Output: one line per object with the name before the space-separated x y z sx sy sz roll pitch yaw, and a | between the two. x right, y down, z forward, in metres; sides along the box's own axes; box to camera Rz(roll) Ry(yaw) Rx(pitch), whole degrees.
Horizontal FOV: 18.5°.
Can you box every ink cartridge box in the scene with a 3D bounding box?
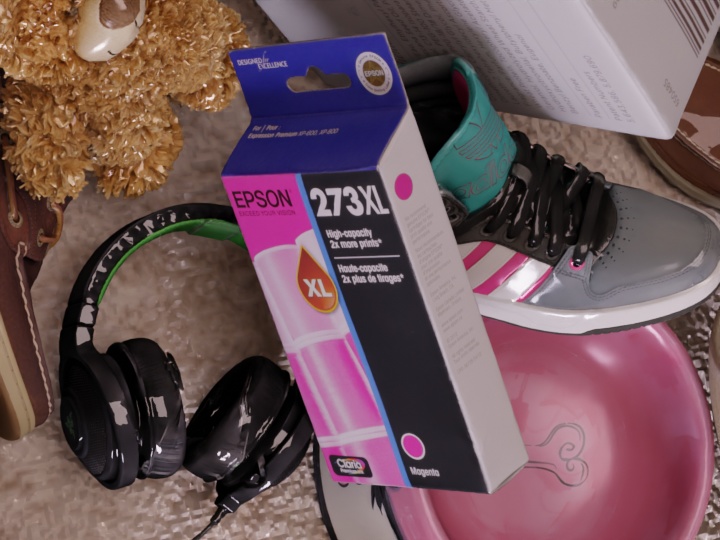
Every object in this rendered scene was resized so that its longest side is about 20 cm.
ink cartridge box | 0.000 0.000 0.940 0.037 0.095 0.201 -34 113 -41

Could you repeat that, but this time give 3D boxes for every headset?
headset | -0.071 0.068 0.983 0.123 0.094 0.201 11 80 -23

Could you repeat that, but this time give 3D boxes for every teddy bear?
teddy bear | -0.098 -0.092 0.922 0.145 0.200 0.067 -38 66 -16

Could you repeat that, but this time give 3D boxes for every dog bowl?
dog bowl | 0.082 0.086 1.063 0.200 0.074 0.201 3 84 -24

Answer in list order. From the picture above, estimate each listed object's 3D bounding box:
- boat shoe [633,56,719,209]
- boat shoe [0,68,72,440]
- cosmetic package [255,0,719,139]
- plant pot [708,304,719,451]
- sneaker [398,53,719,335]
boat shoe | 0.226 -0.057 1.145 0.200 0.072 0.076 29 73 -19
boat shoe | -0.158 -0.028 0.970 0.072 0.072 0.201 -15 84 -24
cosmetic package | 0.055 -0.179 0.982 0.165 0.200 0.165 46 62 -50
plant pot | 0.244 0.052 1.058 0.134 0.200 0.201 37 70 -28
sneaker | 0.064 -0.039 0.978 0.199 0.121 0.084 5 60 8
